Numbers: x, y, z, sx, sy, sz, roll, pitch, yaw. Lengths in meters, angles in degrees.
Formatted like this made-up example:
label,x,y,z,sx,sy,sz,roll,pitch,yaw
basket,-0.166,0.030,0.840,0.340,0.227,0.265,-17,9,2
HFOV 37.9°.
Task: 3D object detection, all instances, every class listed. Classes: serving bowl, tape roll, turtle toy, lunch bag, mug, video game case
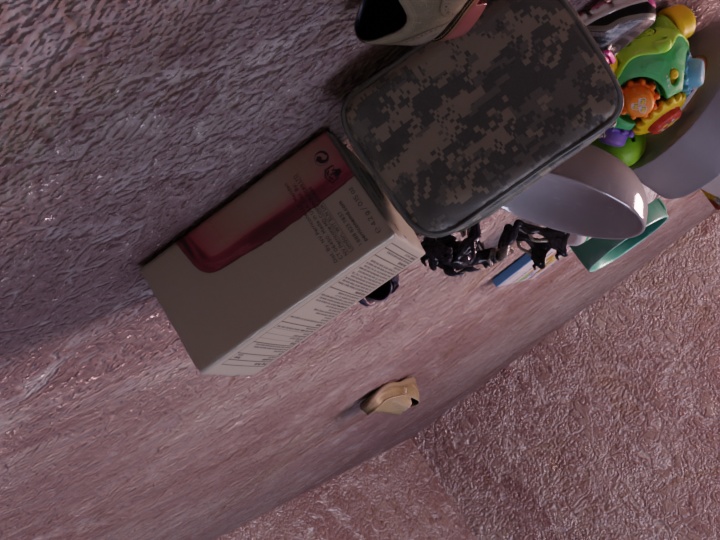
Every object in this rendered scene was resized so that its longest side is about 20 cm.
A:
label,x,y,z,sx,sy,sz,roll,pitch,yaw
serving bowl,0.220,-0.101,1.139,0.200,0.200,0.066,65,45,-76
tape roll,0.378,-0.181,1.184,0.200,0.066,0.200,-53,-167,19
turtle toy,0.285,-0.182,1.107,0.146,0.101,0.200,-28,166,-19
lunch bag,0.100,-0.127,0.827,0.200,0.139,0.168,-35,-177,10
mug,0.395,-0.086,1.667,0.152,0.114,0.185,-38,166,17
video game case,0.341,-0.024,1.968,0.143,0.018,0.200,-41,165,26

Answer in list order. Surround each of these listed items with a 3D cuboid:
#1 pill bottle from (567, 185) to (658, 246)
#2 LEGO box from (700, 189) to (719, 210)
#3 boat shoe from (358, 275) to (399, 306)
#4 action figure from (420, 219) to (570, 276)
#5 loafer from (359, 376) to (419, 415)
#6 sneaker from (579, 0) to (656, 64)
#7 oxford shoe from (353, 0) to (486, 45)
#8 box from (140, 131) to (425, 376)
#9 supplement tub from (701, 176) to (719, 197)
label,x,y,z,sx,sy,sz,roll,pitch,yaw
pill bottle,0.334,-0.126,1.391,0.200,0.113,0.113,-30,166,-14
LEGO box,0.591,-0.212,1.603,0.200,0.149,0.077,-33,167,1
boat shoe,0.000,0.000,1.105,0.075,0.093,0.200,-34,166,3
action figure,0.148,-0.045,1.290,0.200,0.102,0.119,-3,169,-10
loafer,0.075,0.289,2.342,0.076,0.067,0.200,-43,164,34
sneaker,0.199,-0.172,0.974,0.200,0.087,0.074,-37,166,13
oxford shoe,0.047,-0.189,0.608,0.075,0.070,0.200,-22,162,-20
box,-0.063,-0.008,0.898,0.200,0.109,0.128,-35,167,8
supplement tub,0.493,-0.203,1.317,0.200,0.145,0.145,-55,171,-13
